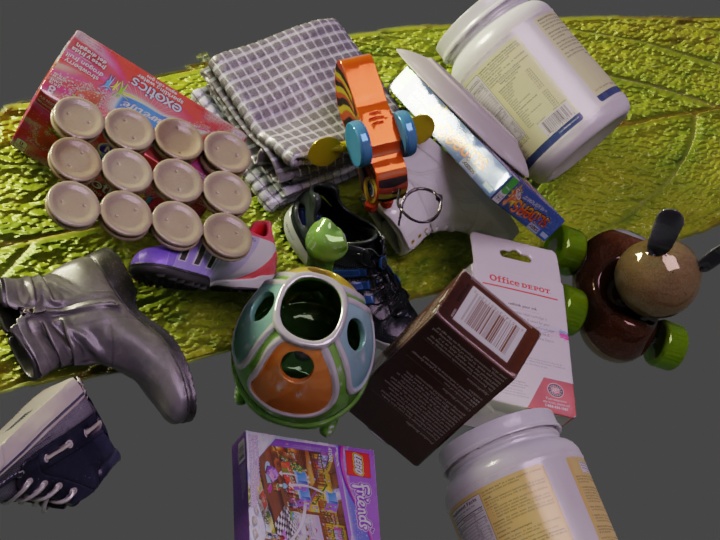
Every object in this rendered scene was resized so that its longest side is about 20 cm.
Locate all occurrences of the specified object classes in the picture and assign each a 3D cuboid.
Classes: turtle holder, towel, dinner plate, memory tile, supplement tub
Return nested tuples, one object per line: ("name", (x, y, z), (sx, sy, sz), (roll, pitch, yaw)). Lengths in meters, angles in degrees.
("turtle holder", (-0.041, 0.055, 1.634), (0.141, 0.132, 0.186), (37, 62, 14))
("towel", (-0.061, -0.173, 1.829), (0.200, 0.086, 0.166), (-24, 74, -39))
("dinner plate", (0.117, -0.177, 1.866), (0.200, 0.024, 0.200), (43, 7, -7))
("memory tile", (-0.195, -0.085, 1.600), (0.199, 0.017, 0.154), (12, 52, -22))
("supplement tub", (0.166, 0.249, 1.653), (0.145, 0.145, 0.201), (-6, 64, -33))
("supplement tub", (0.195, -0.216, 1.969), (0.145, 0.145, 0.200), (-32, 80, -40))

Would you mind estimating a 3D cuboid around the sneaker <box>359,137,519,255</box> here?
("sneaker", (0.079, -0.057, 1.856), (0.200, 0.074, 0.116), (38, 81, -34))

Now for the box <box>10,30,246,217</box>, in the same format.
("box", (-0.228, -0.129, 1.691), (0.199, 0.100, 0.096), (32, 49, -10))

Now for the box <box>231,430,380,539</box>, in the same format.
("box", (-0.048, 0.254, 1.591), (0.136, 0.039, 0.201), (12, 56, -24))

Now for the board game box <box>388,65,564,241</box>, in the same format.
("board game box", (0.125, -0.126, 1.854), (0.135, 0.034, 0.200), (33, 14, -53))

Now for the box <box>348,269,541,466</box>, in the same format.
("box", (0.077, 0.097, 1.660), (0.100, 0.200, 0.075), (39, 47, -3))

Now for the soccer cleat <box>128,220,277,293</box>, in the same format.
("soccer cleat", (-0.149, -0.017, 1.643), (0.200, 0.068, 0.074), (4, 88, -56))

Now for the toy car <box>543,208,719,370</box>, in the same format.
("toy car", (0.317, -0.005, 1.868), (0.164, 0.200, 0.158), (18, 53, -20))

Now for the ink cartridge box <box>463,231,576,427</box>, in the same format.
("ink cartridge box", (0.154, 0.068, 1.814), (0.116, 0.068, 0.201), (14, 56, -23))

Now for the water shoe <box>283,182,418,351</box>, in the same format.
("water shoe", (0.000, 0.000, 1.757), (0.200, 0.079, 0.071), (47, 49, 4))

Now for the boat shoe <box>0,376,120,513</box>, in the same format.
("boat shoe", (-0.280, 0.176, 1.464), (0.093, 0.074, 0.200), (58, 41, -11))

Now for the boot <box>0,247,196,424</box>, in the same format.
("boot", (-0.247, 0.078, 1.578), (0.131, 0.070, 0.200), (-21, 62, -35))

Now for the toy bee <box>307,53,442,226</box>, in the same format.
("toy bee", (0.011, -0.111, 1.742), (0.130, 0.109, 0.201), (6, 60, -8))
